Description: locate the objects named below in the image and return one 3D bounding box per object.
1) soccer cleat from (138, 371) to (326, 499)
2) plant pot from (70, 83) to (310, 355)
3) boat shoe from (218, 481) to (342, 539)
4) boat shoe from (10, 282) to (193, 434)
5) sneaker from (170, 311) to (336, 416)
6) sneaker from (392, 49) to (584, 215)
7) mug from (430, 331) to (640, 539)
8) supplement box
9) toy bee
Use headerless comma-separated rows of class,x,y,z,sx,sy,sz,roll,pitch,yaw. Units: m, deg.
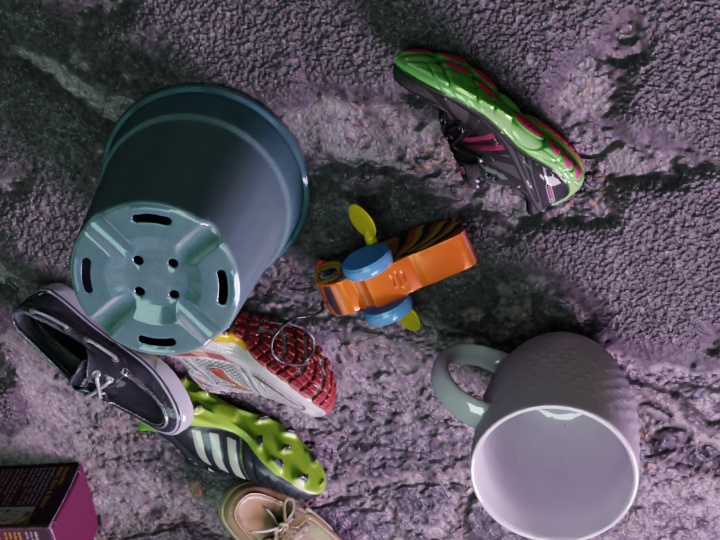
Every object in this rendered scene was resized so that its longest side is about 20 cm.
soccer cleat,-0.128,0.175,1.660,0.200,0.068,0.081,30,128,0
plant pot,-0.157,-0.037,1.469,0.200,0.196,0.200,4,118,7
boat shoe,-0.052,0.279,1.685,0.200,0.063,0.073,34,81,-17
boat shoe,-0.251,0.094,1.598,0.200,0.068,0.072,43,127,5
sneaker,-0.114,0.084,1.605,0.200,0.078,0.082,30,127,1
sneaker,0.103,-0.117,1.451,0.200,0.077,0.084,38,114,-10
mug,0.157,0.127,1.516,0.200,0.175,0.148,24,119,-4
supplement box,-0.386,0.268,1.721,0.200,0.110,0.086,-4,118,11
toy bee,0.000,0.000,1.530,0.200,0.109,0.131,-8,111,-14
